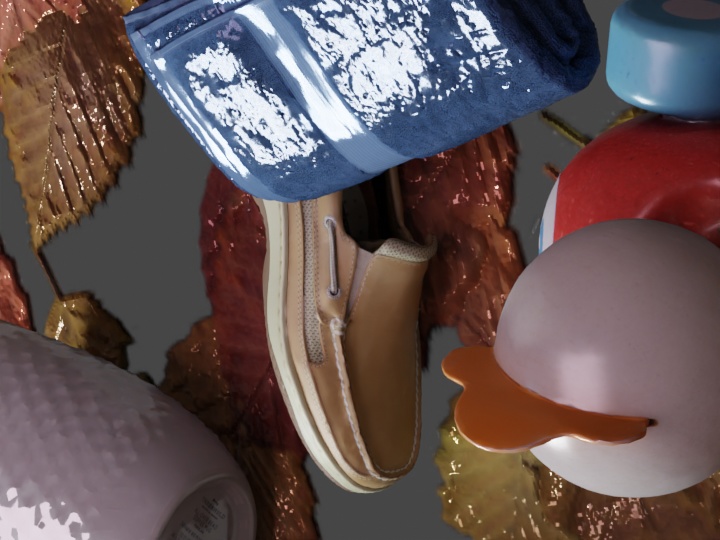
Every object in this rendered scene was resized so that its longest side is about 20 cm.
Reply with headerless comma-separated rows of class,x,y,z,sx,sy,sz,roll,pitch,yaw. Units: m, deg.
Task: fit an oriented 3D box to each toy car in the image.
toy car,0.098,0.018,0.831,0.177,0.200,0.185,25,121,42

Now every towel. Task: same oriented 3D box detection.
towel,-0.004,-0.090,0.947,0.200,0.049,0.112,-19,113,45

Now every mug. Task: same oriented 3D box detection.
mug,-0.140,0.134,1.219,0.175,0.148,0.200,18,147,33

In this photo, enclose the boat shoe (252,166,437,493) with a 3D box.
boat shoe,0.000,0.000,1.050,0.076,0.072,0.201,-10,95,39
